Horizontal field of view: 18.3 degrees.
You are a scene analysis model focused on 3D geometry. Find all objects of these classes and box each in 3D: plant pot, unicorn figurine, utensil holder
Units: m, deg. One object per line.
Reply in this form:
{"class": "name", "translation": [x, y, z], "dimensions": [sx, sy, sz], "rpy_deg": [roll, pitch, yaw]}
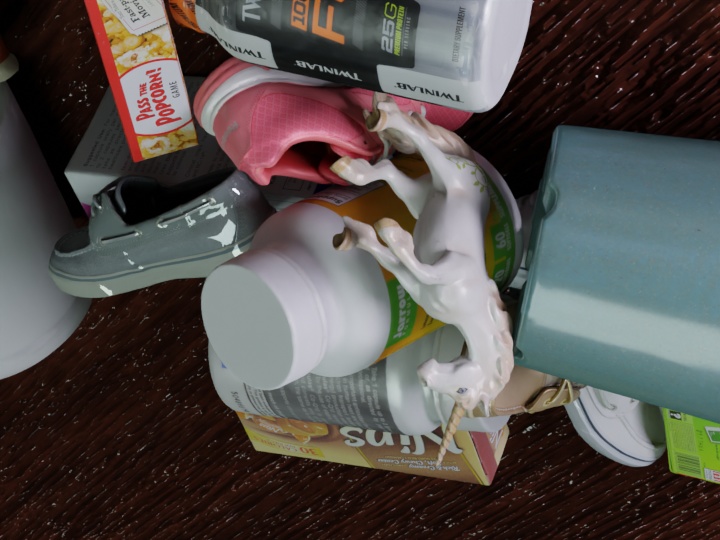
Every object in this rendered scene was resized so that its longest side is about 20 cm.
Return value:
{"class": "plant pot", "translation": [0.198, 0.002, 1.348], "dimensions": [0.195, 0.201, 0.200], "rpy_deg": [11, 147, 3]}
{"class": "unicorn figurine", "translation": [0.043, -0.008, 1.309], "dimensions": [0.137, 0.201, 0.074], "rpy_deg": [32, 149, -34]}
{"class": "utensil holder", "translation": [-0.302, -0.041, 1.641], "dimensions": [0.169, 0.170, 0.200], "rpy_deg": [9, 144, 20]}

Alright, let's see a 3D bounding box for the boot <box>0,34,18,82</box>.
{"class": "boot", "translation": [-0.323, -0.150, 1.557], "dimensions": [0.200, 0.075, 0.107], "rpy_deg": [-12, 118, 42]}

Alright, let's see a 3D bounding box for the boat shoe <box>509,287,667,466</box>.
{"class": "boat shoe", "translation": [0.180, 0.072, 1.600], "dimensions": [0.067, 0.074, 0.200], "rpy_deg": [-6, 137, 41]}

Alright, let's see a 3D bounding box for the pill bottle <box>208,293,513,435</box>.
{"class": "pill bottle", "translation": [0.006, 0.054, 1.554], "dimensions": [0.199, 0.114, 0.114], "rpy_deg": [6, 144, 24]}

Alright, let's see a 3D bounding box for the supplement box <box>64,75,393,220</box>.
{"class": "supplement box", "translation": [-0.085, -0.063, 1.538], "dimensions": [0.199, 0.104, 0.101], "rpy_deg": [6, 144, 22]}

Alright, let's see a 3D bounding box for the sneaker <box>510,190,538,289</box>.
{"class": "sneaker", "translation": [0.124, -0.025, 1.511], "dimensions": [0.199, 0.073, 0.071], "rpy_deg": [16, 109, 30]}

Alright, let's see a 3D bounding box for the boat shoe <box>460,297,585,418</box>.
{"class": "boat shoe", "translation": [0.119, 0.055, 1.453], "dimensions": [0.069, 0.200, 0.074], "rpy_deg": [12, 105, 20]}

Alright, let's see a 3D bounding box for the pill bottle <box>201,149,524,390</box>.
{"class": "pill bottle", "translation": [0.000, 0.000, 1.396], "dimensions": [0.111, 0.200, 0.111], "rpy_deg": [24, 126, 37]}

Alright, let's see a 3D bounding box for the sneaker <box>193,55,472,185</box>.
{"class": "sneaker", "translation": [-0.005, -0.085, 1.398], "dimensions": [0.200, 0.087, 0.074], "rpy_deg": [-6, 141, -31]}

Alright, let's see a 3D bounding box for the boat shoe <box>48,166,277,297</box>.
{"class": "boat shoe", "translation": [-0.138, -0.033, 1.472], "dimensions": [0.200, 0.070, 0.072], "rpy_deg": [-9, 118, 39]}

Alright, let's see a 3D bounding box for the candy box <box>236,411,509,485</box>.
{"class": "candy box", "translation": [0.001, 0.096, 1.673], "dimensions": [0.199, 0.055, 0.116], "rpy_deg": [6, 145, 23]}

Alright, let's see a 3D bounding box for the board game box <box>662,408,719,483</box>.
{"class": "board game box", "translation": [0.263, 0.076, 1.562], "dimensions": [0.101, 0.048, 0.200], "rpy_deg": [12, 143, 24]}

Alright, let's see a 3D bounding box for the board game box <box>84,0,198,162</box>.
{"class": "board game box", "translation": [-0.150, -0.188, 1.352], "dimensions": [0.046, 0.152, 0.200], "rpy_deg": [-16, 142, -4]}

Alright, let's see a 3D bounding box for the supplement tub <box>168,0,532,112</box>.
{"class": "supplement tub", "translation": [-0.004, -0.170, 1.313], "dimensions": [0.199, 0.123, 0.123], "rpy_deg": [13, 147, 14]}
